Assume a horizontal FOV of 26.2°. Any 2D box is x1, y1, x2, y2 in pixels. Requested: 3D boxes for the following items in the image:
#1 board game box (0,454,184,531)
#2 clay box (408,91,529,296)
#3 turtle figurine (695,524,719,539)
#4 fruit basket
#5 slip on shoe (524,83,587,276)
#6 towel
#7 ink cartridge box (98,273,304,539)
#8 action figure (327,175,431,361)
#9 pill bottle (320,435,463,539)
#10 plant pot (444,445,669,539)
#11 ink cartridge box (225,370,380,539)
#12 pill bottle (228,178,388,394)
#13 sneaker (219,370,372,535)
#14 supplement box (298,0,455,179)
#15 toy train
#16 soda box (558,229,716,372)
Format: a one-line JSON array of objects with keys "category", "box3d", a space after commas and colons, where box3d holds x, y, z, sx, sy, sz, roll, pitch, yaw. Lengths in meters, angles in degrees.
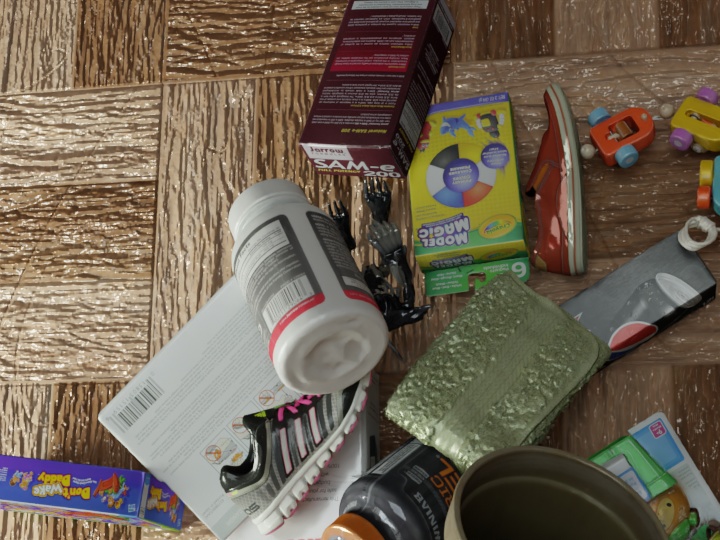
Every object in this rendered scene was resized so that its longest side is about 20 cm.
[{"category": "board game box", "box3d": [-0.291, 0.224, 1.563, 0.197, 0.135, 0.045, 4, 76, 14]}, {"category": "clay box", "box3d": [0.109, -0.078, 1.586, 0.113, 0.048, 0.202, -9, 63, 10]}, {"category": "turtle figurine", "box3d": [0.330, 0.251, 1.393, 0.064, 0.160, 0.203, 25, 122, 52]}, {"category": "fruit basket", "box3d": [0.259, 0.264, 1.453, 0.184, 0.094, 0.201, -30, 76, 0]}, {"category": "slip on shoe", "box3d": [0.196, -0.093, 1.576, 0.060, 0.074, 0.203, -4, 79, 14]}, {"category": "towel", "box3d": [0.129, 0.100, 1.459, 0.148, 0.037, 0.200, 34, 64, 20]}, {"category": "ink cartridge box", "box3d": [-0.127, 0.131, 1.514, 0.200, 0.044, 0.174, -45, 93, -4]}, {"category": "action figure", "box3d": [0.000, 0.000, 1.545, 0.118, 0.102, 0.201, -23, 43, 13]}, {"category": "pill bottle", "box3d": [0.051, 0.221, 1.452, 0.106, 0.107, 0.199, 40, 47, 19]}, {"category": "plant pot", "box3d": [0.151, 0.285, 1.355, 0.197, 0.175, 0.201, 12, 38, -10]}, {"category": "ink cartridge box", "box3d": [-0.056, 0.198, 1.544, 0.143, 0.084, 0.203, -4, 73, 12]}, {"category": "pill bottle", "box3d": [-0.057, 0.008, 1.445, 0.110, 0.111, 0.201, -30, 50, 3]}, {"category": "sneaker", "box3d": [-0.064, 0.147, 1.460, 0.087, 0.074, 0.201, 34, 91, -9]}, {"category": "supplement box", "box3d": [0.020, -0.196, 1.612, 0.108, 0.061, 0.202, 5, 61, 27]}, {"category": "toy train", "box3d": [0.321, -0.100, 1.549, 0.149, 0.056, 0.201, -31, 56, -4]}, {"category": "soda box", "box3d": [0.252, 0.046, 1.529, 0.199, 0.063, 0.071, -33, 71, 3]}]
